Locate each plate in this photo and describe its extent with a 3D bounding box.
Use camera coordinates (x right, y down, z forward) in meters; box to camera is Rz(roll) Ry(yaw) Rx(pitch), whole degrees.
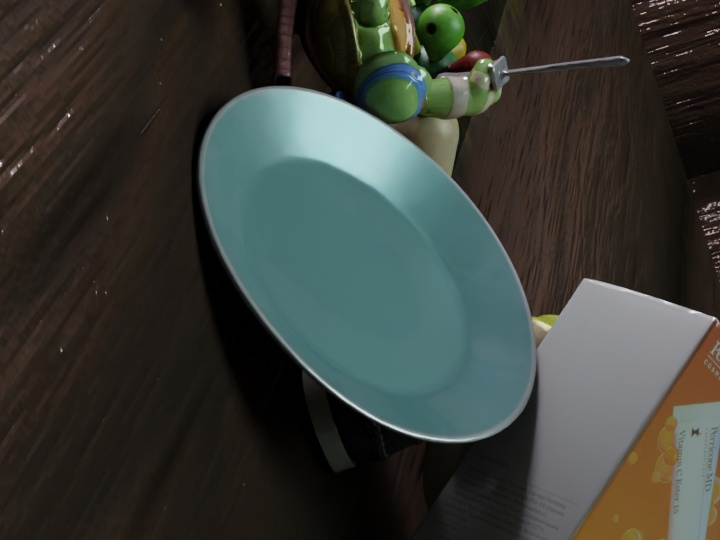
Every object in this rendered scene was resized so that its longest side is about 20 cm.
[{"bbox_3d":[0.000,0.000,1.153,0.199,0.026,0.201,29,39,-26],"label":"plate"}]

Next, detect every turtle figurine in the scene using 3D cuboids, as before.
[{"bbox_3d":[0.035,-0.158,1.296,0.144,0.200,0.194,33,16,-39],"label":"turtle figurine"}]

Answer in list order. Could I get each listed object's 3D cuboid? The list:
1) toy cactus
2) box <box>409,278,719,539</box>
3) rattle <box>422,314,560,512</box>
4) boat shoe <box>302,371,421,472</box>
[{"bbox_3d":[0.045,-0.120,1.468,0.200,0.101,0.167,-149,-121,-72],"label":"toy cactus"},{"bbox_3d":[0.117,0.126,1.186,0.124,0.201,0.097,44,-15,-35],"label":"box"},{"bbox_3d":[0.051,0.112,1.278,0.130,0.142,0.202,-34,130,-51],"label":"rattle"},{"bbox_3d":[0.009,0.015,1.234,0.201,0.067,0.072,-93,160,-47],"label":"boat shoe"}]
